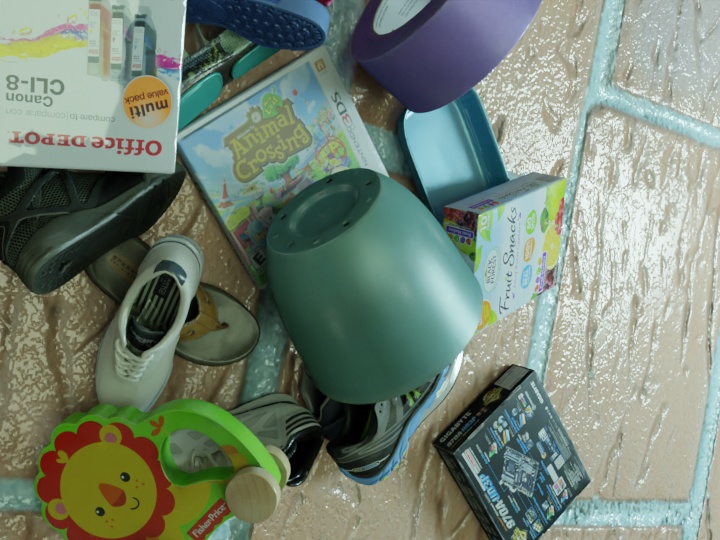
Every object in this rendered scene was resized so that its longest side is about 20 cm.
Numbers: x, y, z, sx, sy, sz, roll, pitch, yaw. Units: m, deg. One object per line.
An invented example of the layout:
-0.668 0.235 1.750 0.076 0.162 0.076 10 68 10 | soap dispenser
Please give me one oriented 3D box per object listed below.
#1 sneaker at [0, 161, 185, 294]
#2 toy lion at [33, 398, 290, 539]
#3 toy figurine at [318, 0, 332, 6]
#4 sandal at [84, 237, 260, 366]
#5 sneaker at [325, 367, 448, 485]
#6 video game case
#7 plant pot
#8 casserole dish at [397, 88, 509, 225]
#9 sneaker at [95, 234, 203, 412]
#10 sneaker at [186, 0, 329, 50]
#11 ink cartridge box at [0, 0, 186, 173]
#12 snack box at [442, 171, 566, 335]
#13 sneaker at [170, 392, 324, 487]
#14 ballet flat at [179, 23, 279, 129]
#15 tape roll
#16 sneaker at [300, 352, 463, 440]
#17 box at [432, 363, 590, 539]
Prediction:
-0.249 -0.070 0.709 0.114 0.077 0.199 39 46 9 | sneaker
-0.193 0.193 0.726 0.192 0.069 0.200 44 104 -4 | toy lion
-0.069 -0.331 0.745 0.149 0.201 0.184 -34 126 8 | toy figurine
-0.179 0.029 0.774 0.200 0.054 0.082 44 74 -26 | sandal
0.029 0.117 0.811 0.082 0.070 0.201 37 72 -29 | sneaker
-0.074 -0.111 0.842 0.199 0.022 0.183 -37 112 -22 | video game case
0.000 0.000 0.778 0.200 0.200 0.162 -43 124 -19 | plant pot
0.108 -0.128 0.939 0.120 0.039 0.202 -32 109 -24 | casserole dish
-0.201 0.062 0.718 0.072 0.071 0.202 21 112 -4 | sneaker
-0.115 -0.263 0.727 0.198 0.070 0.079 16 72 10 | sneaker
-0.227 -0.186 0.628 0.144 0.144 0.203 -1 106 -31 | ink cartridge box
0.169 -0.024 0.928 0.199 0.053 0.144 -22 119 -45 | snack box
-0.126 0.182 0.785 0.199 0.115 0.077 -19 104 -27 | sneaker
-0.149 -0.204 0.772 0.200 0.074 0.075 -43 114 -23 | ballet flat
0.087 -0.269 0.818 0.085 0.199 0.202 35 77 -27 | tape roll
0.023 0.112 0.889 0.146 0.077 0.203 45 74 -29 | sneaker
0.200 0.249 1.024 0.159 0.046 0.201 -40 113 -21 | box
